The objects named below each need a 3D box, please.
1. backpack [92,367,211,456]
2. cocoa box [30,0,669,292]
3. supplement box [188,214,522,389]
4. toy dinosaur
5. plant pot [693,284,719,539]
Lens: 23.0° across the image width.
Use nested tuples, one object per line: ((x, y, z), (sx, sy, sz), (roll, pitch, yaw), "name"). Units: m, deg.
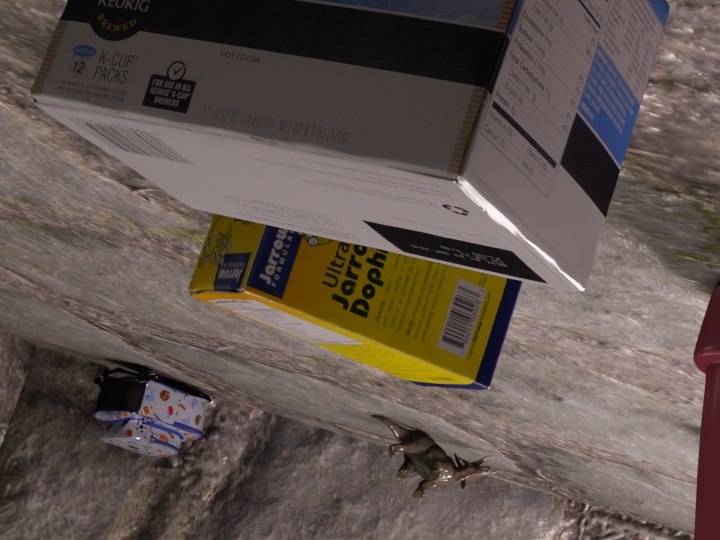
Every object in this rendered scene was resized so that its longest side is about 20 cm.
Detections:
((-0.378, 0.264, 3.254), (0.190, 0.154, 0.200), (13, 172, -32), "backpack")
((-0.001, -0.088, 0.706), (0.200, 0.131, 0.133), (13, 168, 30), "cocoa box")
((0.000, 0.000, 1.242), (0.200, 0.110, 0.109), (23, 169, -24), "supplement box")
((0.096, 0.284, 2.663), (0.200, 0.077, 0.102), (29, -153, 18), "toy dinosaur")
((0.302, 0.122, 1.149), (0.200, 0.179, 0.200), (18, 171, 3), "plant pot")
